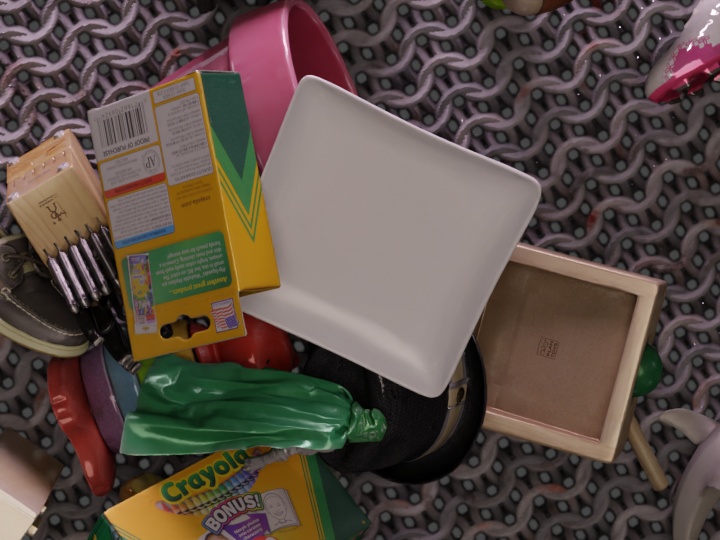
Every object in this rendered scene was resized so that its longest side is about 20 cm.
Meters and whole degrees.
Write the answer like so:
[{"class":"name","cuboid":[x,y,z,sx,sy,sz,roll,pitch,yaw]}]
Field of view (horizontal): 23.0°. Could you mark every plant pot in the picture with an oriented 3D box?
[{"class":"plant pot","cuboid":[-0.100,-0.103,1.463,0.179,0.200,0.200,-20,96,14]}]

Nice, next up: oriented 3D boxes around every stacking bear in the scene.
[{"class":"stacking bear","cuboid":[-0.152,0.092,1.503,0.200,0.114,0.122,-19,125,0]}]

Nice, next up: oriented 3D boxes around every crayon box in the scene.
[{"class":"crayon box","cuboid":[-0.133,-0.040,1.350,0.126,0.052,0.200,-14,85,38]},{"class":"crayon box","cuboid":[-0.104,0.210,1.405,0.200,0.058,0.119,-26,69,-40]}]

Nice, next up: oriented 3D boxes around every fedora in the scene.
[{"class":"fedora","cuboid":[0.008,0.097,1.452,0.200,0.092,0.201,15,116,33]}]

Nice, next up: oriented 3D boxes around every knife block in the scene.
[{"class":"knife block","cuboid":[-0.223,-0.013,1.469,0.064,0.200,0.176,-30,111,-1]}]

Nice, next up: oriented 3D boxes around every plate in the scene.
[{"class":"plate","cuboid":[0.012,-0.026,1.350,0.200,0.032,0.200,25,112,1]}]

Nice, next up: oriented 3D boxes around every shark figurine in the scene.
[{"class":"shark figurine","cuboid":[0.312,0.206,1.557,0.128,0.090,0.215,19,92,-3]}]

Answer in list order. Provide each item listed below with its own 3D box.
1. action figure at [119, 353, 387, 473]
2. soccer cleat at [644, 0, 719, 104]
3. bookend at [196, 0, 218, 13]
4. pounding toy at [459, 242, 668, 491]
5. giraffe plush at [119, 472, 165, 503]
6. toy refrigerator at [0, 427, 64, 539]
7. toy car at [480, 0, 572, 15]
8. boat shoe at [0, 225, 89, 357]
[{"class":"action figure","cuboid":[-0.078,0.117,1.396,0.200,0.118,0.055,3,134,11]},{"class":"soccer cleat","cuboid":[0.319,-0.222,1.537,0.200,0.070,0.086,-32,80,-2]},{"class":"bookend","cuboid":[-0.040,-0.319,1.438,0.198,0.092,0.200,-2,59,-2]},{"class":"pounding toy","cuboid":[0.186,0.084,1.523,0.200,0.142,0.184,15,94,13]},{"class":"giraffe plush","cuboid":[-0.092,0.243,1.508,0.162,0.200,0.173,-19,120,-27]},{"class":"toy refrigerator","cuboid":[-0.298,0.194,1.461,0.070,0.200,0.076,35,91,-5]},{"class":"toy car","cuboid":[0.199,-0.306,1.476,0.200,0.164,0.158,-13,96,-12]},{"class":"boat shoe","cuboid":[-0.302,-0.003,1.480,0.201,0.072,0.066,36,114,18]}]
